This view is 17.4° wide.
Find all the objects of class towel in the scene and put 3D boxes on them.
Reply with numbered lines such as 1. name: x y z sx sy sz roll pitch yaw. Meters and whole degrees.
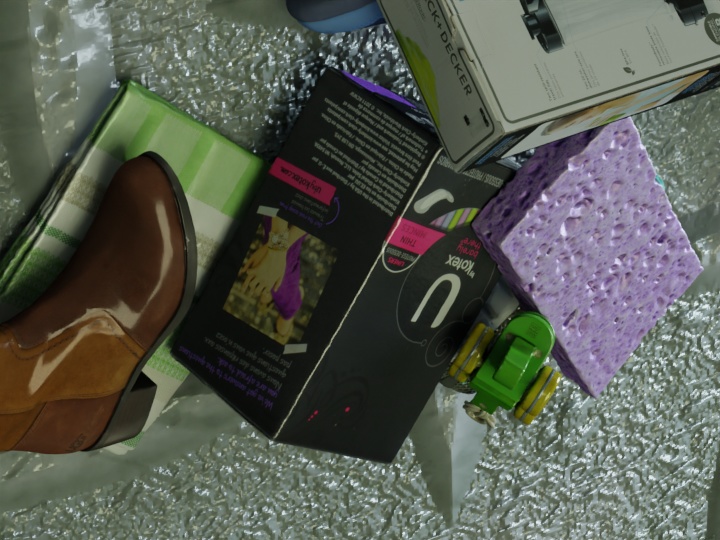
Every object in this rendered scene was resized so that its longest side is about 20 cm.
1. towel: -0.139 0.000 1.380 0.149 0.031 0.200 29 96 -40

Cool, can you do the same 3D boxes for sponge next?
1. sponge: 0.141 -0.012 1.424 0.112 0.030 0.200 -48 144 -8

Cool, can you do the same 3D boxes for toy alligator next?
1. toy alligator: 0.091 0.057 1.432 0.059 0.200 0.054 33 80 4

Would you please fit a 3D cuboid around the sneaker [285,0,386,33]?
1. sneaker: 0.052 -0.167 1.371 0.200 0.074 0.082 -20 126 -19

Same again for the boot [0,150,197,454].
1. boot: -0.195 0.027 1.283 0.200 0.068 0.189 -7 130 -42

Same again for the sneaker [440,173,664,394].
1. sneaker: 0.112 0.004 1.510 0.200 0.078 0.091 -35 144 -6

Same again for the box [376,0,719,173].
1. box: 0.120 -0.140 1.312 0.200 0.060 0.117 -20 81 -31

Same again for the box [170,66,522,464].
1. box: 0.000 0.000 1.392 0.122 0.106 0.200 16 107 -52
